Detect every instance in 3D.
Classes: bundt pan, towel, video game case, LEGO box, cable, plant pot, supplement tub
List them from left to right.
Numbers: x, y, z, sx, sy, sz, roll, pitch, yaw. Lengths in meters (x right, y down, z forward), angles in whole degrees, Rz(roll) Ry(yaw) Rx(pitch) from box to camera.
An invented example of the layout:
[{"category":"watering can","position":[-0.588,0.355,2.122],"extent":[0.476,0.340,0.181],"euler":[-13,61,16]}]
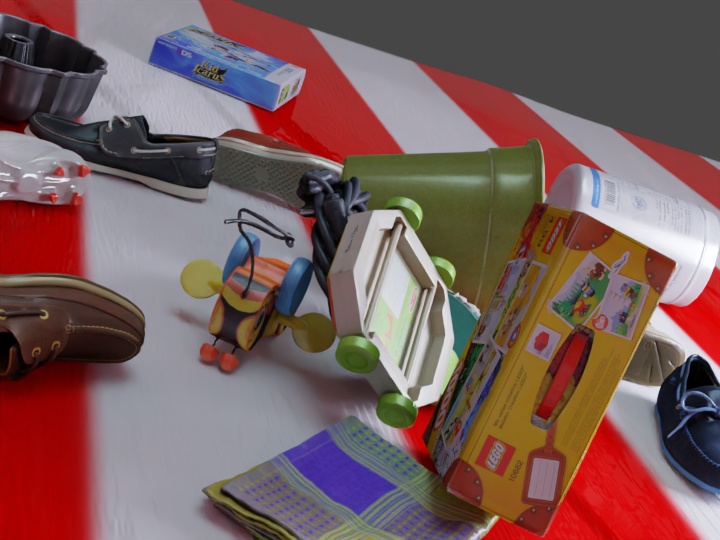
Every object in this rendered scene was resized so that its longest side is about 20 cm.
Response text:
[{"category":"bundt pan","position":[-0.379,-0.217,1.339],"extent":[0.199,0.077,0.202],"euler":[19,18,-6]},{"category":"video game case","position":[-0.194,-0.306,1.840],"extent":[0.197,0.046,0.181],"euler":[22,17,2]},{"category":"cable","position":[0.000,0.000,1.044],"extent":[0.050,0.166,0.200],"euler":[-19,-10,7]},{"category":"towel","position":[0.002,0.154,0.809],"extent":[0.142,0.023,0.199],"euler":[29,20,24]},{"category":"plant pot","position":[0.067,-0.038,1.204],"extent":[0.186,0.203,0.200],"euler":[6,19,-2]},{"category":"LEGO box","position":[0.126,0.062,0.868],"extent":[0.076,0.202,0.149],"euler":[25,3,-6]},{"category":"supplement tub","position":[0.332,-0.043,1.545],"extent":[0.197,0.134,0.132],"euler":[18,18,-11]}]

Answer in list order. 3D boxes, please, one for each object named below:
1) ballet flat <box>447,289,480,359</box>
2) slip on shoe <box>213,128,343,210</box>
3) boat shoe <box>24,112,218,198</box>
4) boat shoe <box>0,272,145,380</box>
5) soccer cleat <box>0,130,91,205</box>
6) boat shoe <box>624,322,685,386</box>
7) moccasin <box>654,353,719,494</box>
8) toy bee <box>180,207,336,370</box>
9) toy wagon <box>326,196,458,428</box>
[{"category":"ballet flat","position":[0.109,0.084,1.078],"extent":[0.199,0.076,0.064],"euler":[40,-5,34]},{"category":"slip on shoe","position":[-0.076,-0.112,1.379],"extent":[0.197,0.075,0.061],"euler":[17,36,4]},{"category":"boat shoe","position":[-0.245,-0.134,1.275],"extent":[0.197,0.069,0.072],"euler":[15,21,-14]},{"category":"boat shoe","position":[-0.231,0.041,0.819],"extent":[0.198,0.072,0.068],"euler":[15,50,-41]},{"category":"soccer cleat","position":[-0.328,-0.094,1.084],"extent":[0.077,0.070,0.199],"euler":[28,12,35]},{"category":"boat shoe","position":[0.236,0.060,1.259],"extent":[0.198,0.075,0.066],"euler":[26,12,-19]},{"category":"moccasin","position":[0.310,0.133,1.127],"extent":[0.079,0.069,0.200],"euler":[18,19,-10]},{"category":"toy bee","position":[-0.093,0.024,0.977],"extent":[0.130,0.110,0.200],"euler":[22,-9,30]},{"category":"toy wagon","position":[0.038,0.048,0.980],"extent":[0.039,0.201,0.157],"euler":[-8,43,29]}]
